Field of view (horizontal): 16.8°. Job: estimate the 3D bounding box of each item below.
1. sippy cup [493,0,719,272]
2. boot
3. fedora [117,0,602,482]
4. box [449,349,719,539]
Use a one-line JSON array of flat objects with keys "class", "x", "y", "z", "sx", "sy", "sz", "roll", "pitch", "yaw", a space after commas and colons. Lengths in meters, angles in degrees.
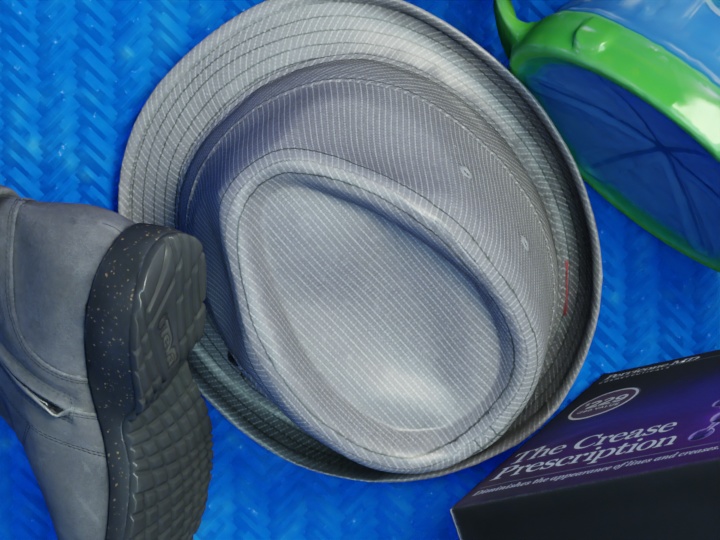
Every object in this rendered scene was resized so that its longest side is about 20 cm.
[{"class": "sippy cup", "x": 0.147, "y": -0.086, "z": 0.926, "sx": 0.178, "sy": 0.140, "sz": 0.130, "roll": 44, "pitch": 78, "yaw": -20}, {"class": "boot", "x": -0.127, "y": 0.045, "z": 0.926, "sx": 0.131, "sy": 0.070, "sz": 0.201, "roll": 19, "pitch": 124, "yaw": 19}, {"class": "fedora", "x": 0.000, "y": 0.000, "z": 0.913, "sx": 0.176, "sy": 0.090, "sz": 0.200, "roll": -33, "pitch": 103, "yaw": 10}, {"class": "box", "x": 0.155, "y": 0.077, "z": 0.887, "sx": 0.199, "sy": 0.141, "sz": 0.079, "roll": -15, "pitch": 98, "yaw": 35}]
